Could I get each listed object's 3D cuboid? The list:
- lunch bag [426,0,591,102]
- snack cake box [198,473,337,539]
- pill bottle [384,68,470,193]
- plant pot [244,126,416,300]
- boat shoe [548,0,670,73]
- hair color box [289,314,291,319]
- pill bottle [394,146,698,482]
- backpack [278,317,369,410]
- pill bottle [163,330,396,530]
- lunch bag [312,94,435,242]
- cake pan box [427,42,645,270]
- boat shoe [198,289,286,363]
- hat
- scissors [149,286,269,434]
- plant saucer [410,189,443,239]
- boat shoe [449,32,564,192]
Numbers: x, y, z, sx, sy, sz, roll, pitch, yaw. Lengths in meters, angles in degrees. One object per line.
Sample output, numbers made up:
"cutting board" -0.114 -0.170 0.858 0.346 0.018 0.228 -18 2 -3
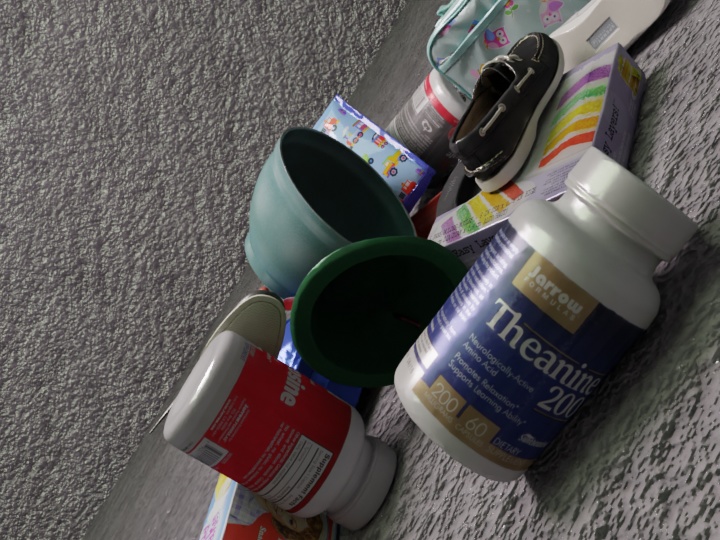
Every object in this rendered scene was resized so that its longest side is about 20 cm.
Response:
"lunch bag" 0.175 -0.278 0.923 0.200 0.159 0.078 -47 16 37
"snack cake box" -0.085 0.247 0.767 0.067 0.114 0.201 -51 13 24
"pill bottle" 0.091 -0.178 1.120 0.200 0.110 0.111 -48 16 38
"plant pot" -0.050 -0.044 0.927 0.134 0.199 0.201 -45 17 28
"boat shoe" 0.242 -0.244 0.815 0.068 0.072 0.200 -40 -6 -33
"hair color box" -0.062 0.063 1.096 0.200 0.060 0.100 112 175 -67
"pill bottle" 0.119 0.027 0.520 0.201 0.110 0.111 -54 13 15
"backpack" -0.091 0.141 0.938 0.199 0.167 0.164 -29 35 52
"pill bottle" -0.069 0.152 0.736 0.113 0.199 0.113 -52 14 19
"lunch bag" 0.000 -0.109 1.046 0.151 0.094 0.200 -52 48 9
"cake pan box" 0.155 -0.092 0.736 0.199 0.052 0.186 -24 32 49
"boat shoe" -0.130 0.093 0.812 0.068 0.071 0.202 -96 29 -56
"hat" 0.000 0.000 0.798 0.197 0.168 0.177 -15 34 1
"scissors" -0.167 0.097 0.901 0.073 0.014 0.201 -15 35 53
"plant saucer" 0.091 -0.022 0.900 0.200 0.036 0.201 -40 21 48
"boat shoe" 0.133 -0.162 0.743 0.073 0.060 0.202 -20 37 52
